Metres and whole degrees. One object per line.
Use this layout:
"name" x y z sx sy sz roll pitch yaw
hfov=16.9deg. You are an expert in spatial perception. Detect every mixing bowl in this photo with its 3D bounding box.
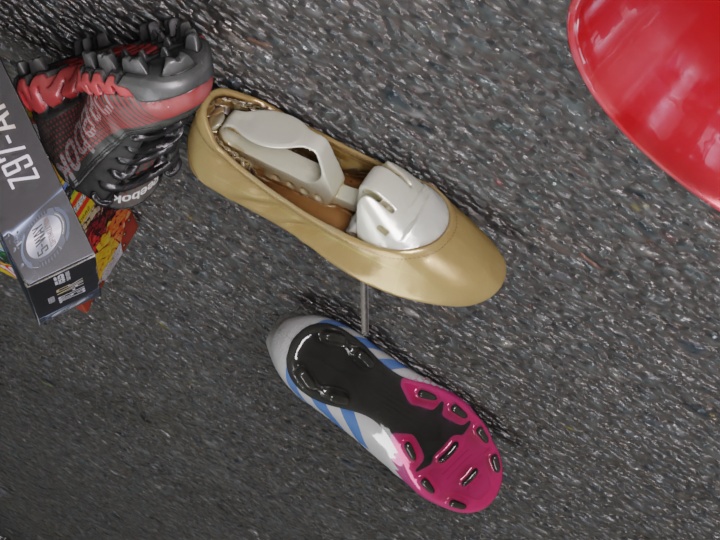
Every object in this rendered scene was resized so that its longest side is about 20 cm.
"mixing bowl" 0.183 -0.085 0.820 0.200 0.108 0.200 28 163 9

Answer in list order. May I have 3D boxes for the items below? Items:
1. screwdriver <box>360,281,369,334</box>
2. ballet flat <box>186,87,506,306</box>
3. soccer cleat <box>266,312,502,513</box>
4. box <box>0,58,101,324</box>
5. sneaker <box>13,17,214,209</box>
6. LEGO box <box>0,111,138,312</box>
"screwdriver" 0.000 0.000 1.493 0.029 0.028 0.200 58 169 15
"ballet flat" -0.011 -0.042 1.335 0.200 0.069 0.063 24 148 15
"soccer cleat" 0.017 0.092 1.673 0.200 0.070 0.086 40 176 -23
"box" -0.211 -0.076 1.394 0.200 0.044 0.160 64 172 5
"sneaker" -0.126 -0.084 1.342 0.200 0.071 0.098 -1 110 62
"LEGO box" -0.265 -0.068 1.646 0.200 0.077 0.149 25 162 18
